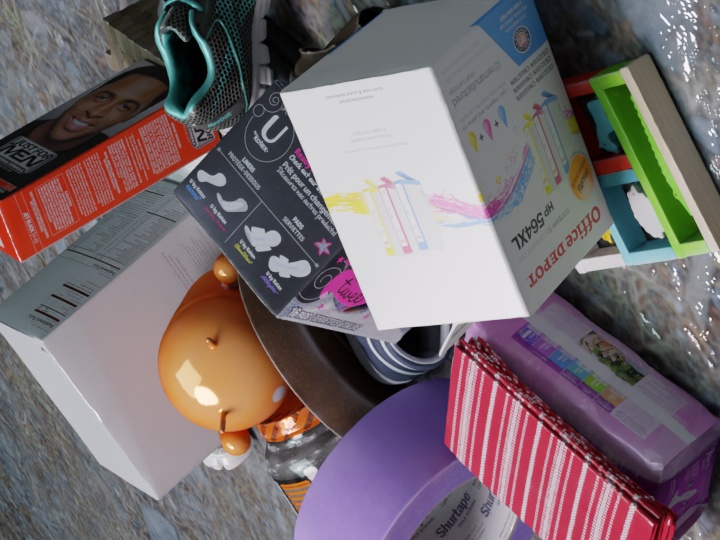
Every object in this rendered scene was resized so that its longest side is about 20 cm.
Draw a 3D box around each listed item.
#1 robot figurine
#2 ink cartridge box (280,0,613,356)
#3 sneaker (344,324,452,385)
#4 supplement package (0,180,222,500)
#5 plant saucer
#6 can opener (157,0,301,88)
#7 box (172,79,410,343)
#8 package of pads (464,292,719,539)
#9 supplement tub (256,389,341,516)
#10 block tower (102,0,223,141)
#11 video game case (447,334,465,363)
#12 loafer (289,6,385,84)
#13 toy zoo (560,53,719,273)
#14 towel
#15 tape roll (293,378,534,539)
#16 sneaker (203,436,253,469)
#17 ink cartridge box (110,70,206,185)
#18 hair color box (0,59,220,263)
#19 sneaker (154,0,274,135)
[{"bbox_3d":[-0.104,0.065,1.798,0.116,0.144,0.200,37,-164,-5],"label":"robot figurine"},{"bbox_3d":[0.063,-0.060,1.392,0.125,0.129,0.201,-6,116,40],"label":"ink cartridge box"},{"bbox_3d":[0.000,0.000,1.691,0.200,0.070,0.108,54,161,-8],"label":"sneaker"},{"bbox_3d":[-0.185,0.058,1.949,0.192,0.200,0.147,57,161,-24],"label":"supplement package"},{"bbox_3d":[-0.024,0.054,1.771,0.200,0.034,0.201,48,-161,-22],"label":"plant saucer"},{"bbox_3d":[-0.088,-0.165,1.719,0.200,0.053,0.067,46,134,24],"label":"can opener"},{"bbox_3d":[-0.014,-0.038,1.552,0.132,0.115,0.200,49,-166,23],"label":"box"},{"bbox_3d":[0.157,0.103,1.542,0.200,0.076,0.121,38,149,28],"label":"package of pads"},{"bbox_3d":[0.000,0.183,1.867,0.201,0.122,0.122,59,156,-15],"label":"supplement tub"},{"bbox_3d":[-0.143,-0.168,1.829,0.200,0.054,0.058,33,145,42],"label":"block tower"},{"bbox_3d":[0.067,0.015,1.692,0.200,0.019,0.143,39,149,38],"label":"video game case"},{"bbox_3d":[0.014,-0.152,1.556,0.200,0.073,0.071,12,93,61],"label":"loafer"},{"bbox_3d":[0.157,-0.064,1.426,0.132,0.020,0.200,62,155,-9],"label":"toy zoo"},{"bbox_3d":[0.136,0.146,1.520,0.200,0.022,0.145,42,153,25],"label":"towel"},{"bbox_3d":[0.050,0.191,1.709,0.085,0.199,0.201,40,150,34],"label":"tape roll"},{"bbox_3d":[-0.190,0.125,2.240,0.200,0.074,0.088,31,145,37],"label":"sneaker"},{"bbox_3d":[-0.133,-0.085,1.938,0.160,0.047,0.200,37,161,37],"label":"ink cartridge box"},{"bbox_3d":[-0.224,-0.092,1.762,0.101,0.200,0.062,26,141,49],"label":"hair color box"},{"bbox_3d":[-0.115,-0.198,1.638,0.077,0.091,0.201,-3,95,36],"label":"sneaker"}]
